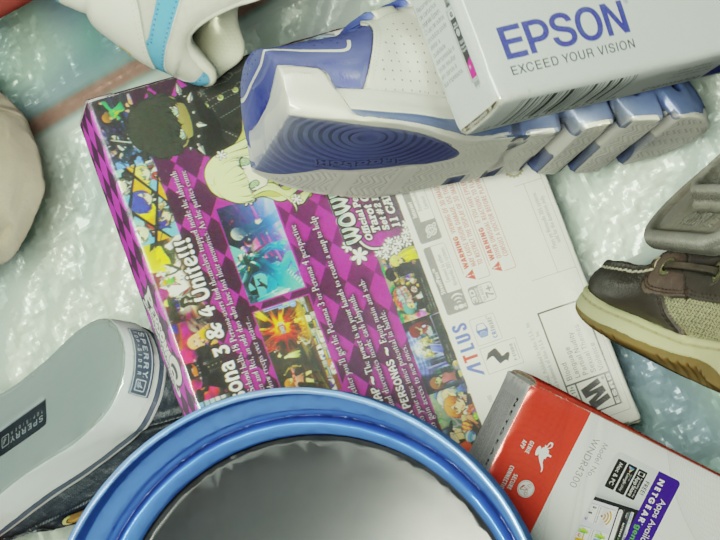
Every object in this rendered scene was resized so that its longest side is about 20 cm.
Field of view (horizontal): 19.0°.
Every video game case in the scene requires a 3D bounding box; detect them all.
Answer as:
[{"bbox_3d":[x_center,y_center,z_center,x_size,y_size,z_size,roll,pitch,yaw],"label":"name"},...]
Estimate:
[{"bbox_3d":[0.000,0.000,0.895,0.180,0.036,0.201,-18,81,-18],"label":"video game case"}]

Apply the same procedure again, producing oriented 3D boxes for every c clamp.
[{"bbox_3d":[0.176,-0.062,0.795,0.171,0.200,0.027,-36,95,4],"label":"c clamp"}]

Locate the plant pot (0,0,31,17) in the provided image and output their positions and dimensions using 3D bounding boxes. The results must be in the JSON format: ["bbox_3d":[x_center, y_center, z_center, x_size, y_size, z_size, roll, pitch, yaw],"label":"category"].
[{"bbox_3d":[-0.142,-0.214,0.922,0.176,0.200,0.201,-18,82,5],"label":"plant pot"}]

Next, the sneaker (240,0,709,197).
[{"bbox_3d":[0.040,-0.098,0.877,0.198,0.081,0.116,-4,73,-24],"label":"sneaker"}]

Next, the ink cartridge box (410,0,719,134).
[{"bbox_3d":[0.093,-0.169,0.857,0.196,0.043,0.201,-16,81,-28],"label":"ink cartridge box"}]

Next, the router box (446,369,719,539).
[{"bbox_3d":[0.097,0.167,0.852,0.179,0.049,0.201,26,90,-8],"label":"router box"}]

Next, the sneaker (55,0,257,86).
[{"bbox_3d":[-0.041,-0.158,0.825,0.081,0.077,0.200,37,129,-1],"label":"sneaker"}]

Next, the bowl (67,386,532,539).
[{"bbox_3d":[-0.021,0.145,0.805,0.199,0.039,0.202,-2,82,16],"label":"bowl"}]

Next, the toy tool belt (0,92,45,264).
[{"bbox_3d":[-0.239,-0.009,0.959,0.125,0.123,0.201,41,107,46],"label":"toy tool belt"}]

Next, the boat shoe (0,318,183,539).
[{"bbox_3d":[-0.127,0.089,0.959,0.200,0.091,0.071,-30,51,39],"label":"boat shoe"}]

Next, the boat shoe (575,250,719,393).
[{"bbox_3d":[0.148,0.016,0.809,0.073,0.200,0.065,22,91,-25],"label":"boat shoe"}]
